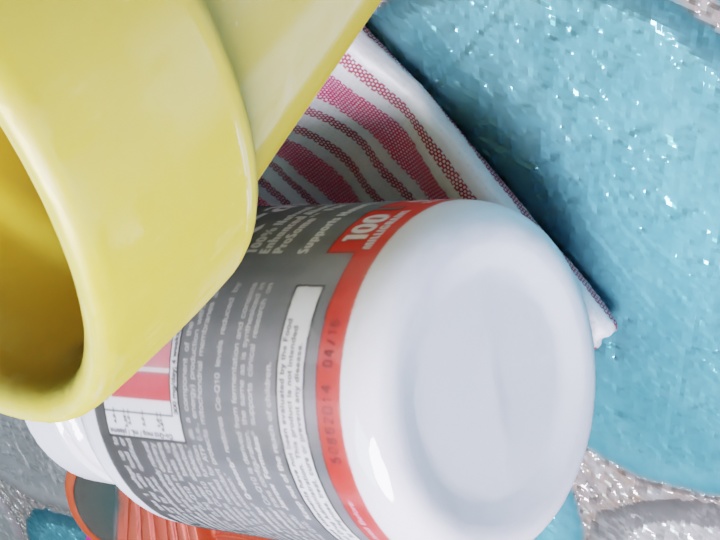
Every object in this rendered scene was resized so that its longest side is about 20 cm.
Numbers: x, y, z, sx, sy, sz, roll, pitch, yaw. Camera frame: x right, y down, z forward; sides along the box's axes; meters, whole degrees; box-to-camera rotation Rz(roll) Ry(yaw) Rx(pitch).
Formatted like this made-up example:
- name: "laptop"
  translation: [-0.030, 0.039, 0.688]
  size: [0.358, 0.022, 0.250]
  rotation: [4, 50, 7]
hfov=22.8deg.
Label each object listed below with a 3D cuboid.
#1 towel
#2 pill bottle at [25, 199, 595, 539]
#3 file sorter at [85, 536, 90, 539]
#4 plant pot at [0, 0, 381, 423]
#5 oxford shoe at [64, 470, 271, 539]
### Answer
- name: "towel"
  translation: [0.000, 0.000, 0.687]
  size: [0.146, 0.030, 0.200]
  rotation: [47, 150, -3]
- name: "pill bottle"
  translation: [-0.027, 0.035, 0.623]
  size: [0.199, 0.116, 0.117]
  rotation: [0, 128, 44]
- name: "file sorter"
  translation: [-0.135, 0.287, 1.110]
  size: [0.200, 0.125, 0.139]
  rotation: [39, 150, 11]
- name: "plant pot"
  translation: [-0.083, -0.093, 0.519]
  size: [0.200, 0.189, 0.202]
  rotation: [31, 147, 23]
- name: "oxford shoe"
  translation: [-0.021, 0.083, 0.739]
  size: [0.198, 0.073, 0.072]
  rotation: [6, 116, 20]
